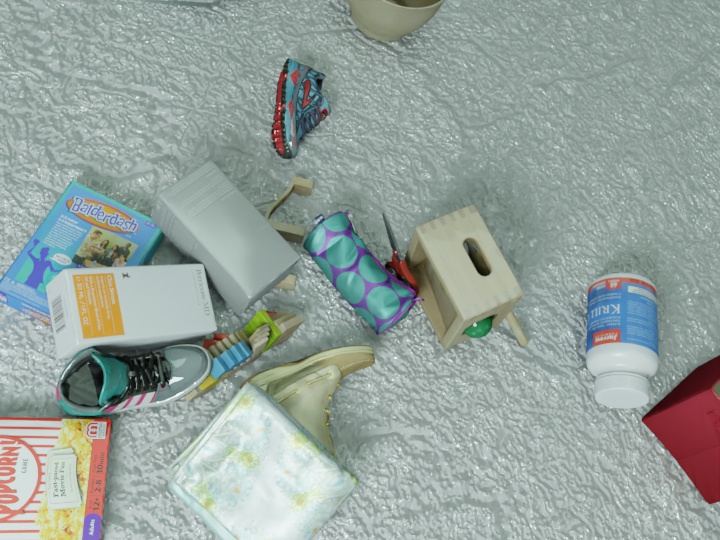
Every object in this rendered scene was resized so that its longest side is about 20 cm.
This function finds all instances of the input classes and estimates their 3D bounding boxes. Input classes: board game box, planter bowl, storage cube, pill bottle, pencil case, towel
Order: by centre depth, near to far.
[{"bbox_3d":[-0.416,0.260,0.934,0.199,0.046,0.152,4,63,-15],"label":"board game box"},{"bbox_3d":[-0.129,0.268,0.978,0.200,0.048,0.171,42,90,6],"label":"towel"},{"bbox_3d":[-0.392,-0.013,1.080,0.152,0.045,0.200,26,60,-4],"label":"board game box"},{"bbox_3d":[0.000,0.000,1.171,0.092,0.085,0.200,-42,81,10],"label":"pencil case"},{"bbox_3d":[0.593,0.231,1.188,0.200,0.180,0.171,-31,76,-29],"label":"storage cube"},{"bbox_3d":[0.423,0.114,1.232,0.112,0.112,0.201,16,60,-9],"label":"pill bottle"},{"bbox_3d":[0.056,-0.518,1.422,0.199,0.135,0.201,7,63,-13],"label":"planter bowl"}]

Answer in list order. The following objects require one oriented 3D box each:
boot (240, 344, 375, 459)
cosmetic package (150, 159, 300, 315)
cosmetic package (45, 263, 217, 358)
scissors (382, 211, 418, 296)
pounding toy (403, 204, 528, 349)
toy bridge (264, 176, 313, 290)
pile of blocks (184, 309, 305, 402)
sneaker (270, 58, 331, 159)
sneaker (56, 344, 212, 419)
[{"bbox_3d":[-0.051,0.197,1.065,0.199,0.073,0.156,-15,69,-22],"label":"boot"},{"bbox_3d":[-0.195,-0.047,1.097,0.107,0.090,0.200,-39,88,-31],"label":"cosmetic package"},{"bbox_3d":[-0.302,0.051,1.016,0.200,0.071,0.102,-4,73,-43],"label":"cosmetic package"},{"bbox_3d":[0.061,-0.019,1.144,0.014,0.200,0.073,-37,67,-15],"label":"scissors"},{"bbox_3d":[0.176,0.029,1.173,0.142,0.184,0.201,-23,72,-13],"label":"pounding toy"},{"bbox_3d":[-0.122,-0.062,1.199,0.067,0.027,0.201,13,61,-9],"label":"toy bridge"},{"bbox_3d":[-0.175,0.101,1.069,0.200,0.082,0.062,-34,78,-28],"label":"pile of blocks"},{"bbox_3d":[-0.094,-0.273,1.285,0.095,0.079,0.201,11,62,-14],"label":"sneaker"},{"bbox_3d":[-0.294,0.133,0.965,0.199,0.121,0.084,-18,76,-6],"label":"sneaker"}]
